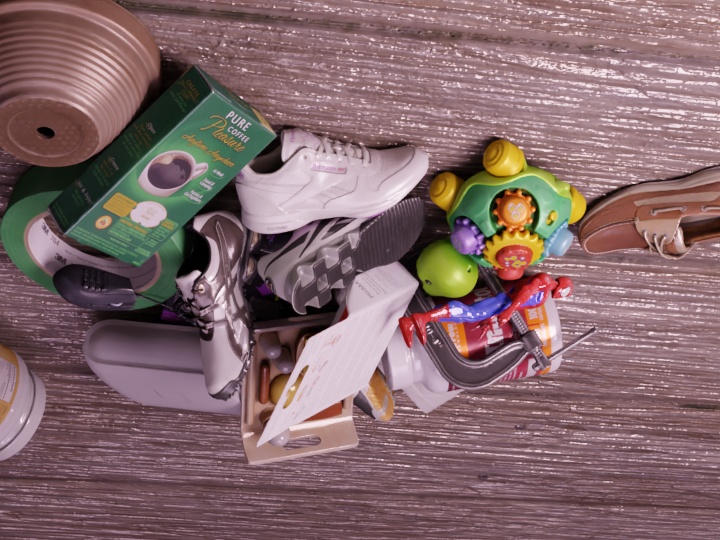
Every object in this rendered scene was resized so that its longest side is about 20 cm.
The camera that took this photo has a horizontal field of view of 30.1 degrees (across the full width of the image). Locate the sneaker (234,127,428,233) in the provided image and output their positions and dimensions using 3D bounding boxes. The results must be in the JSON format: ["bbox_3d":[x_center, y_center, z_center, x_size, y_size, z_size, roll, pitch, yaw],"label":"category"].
[{"bbox_3d":[-0.030,-0.099,1.347,0.199,0.075,0.100,-14,122,-1],"label":"sneaker"}]

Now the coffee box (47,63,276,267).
[{"bbox_3d":[-0.187,-0.096,1.283,0.200,0.044,0.123,-43,150,11],"label":"coffee box"}]

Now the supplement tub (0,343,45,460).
[{"bbox_3d":[-0.492,0.137,1.614,0.144,0.145,0.200,-21,141,26],"label":"supplement tub"}]

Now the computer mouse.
[{"bbox_3d":[-0.236,0.040,1.450,0.199,0.034,0.059,16,142,-9],"label":"computer mouse"}]

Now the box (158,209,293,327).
[{"bbox_3d":[-0.142,0.016,1.534,0.142,0.036,0.200,16,144,-10],"label":"box"}]

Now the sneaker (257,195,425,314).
[{"bbox_3d":[-0.021,-0.035,1.394,0.200,0.088,0.074,-29,133,-31],"label":"sneaker"}]

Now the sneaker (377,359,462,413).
[{"bbox_3d":[0.084,0.094,1.651,0.115,0.074,0.200,-27,139,16],"label":"sneaker"}]

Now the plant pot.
[{"bbox_3d":[-0.286,-0.161,1.232,0.200,0.093,0.201,0,146,0],"label":"plant pot"}]

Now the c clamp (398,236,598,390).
[{"bbox_3d":[0.138,0.041,1.494,0.171,0.200,0.027,-37,177,-7],"label":"c clamp"}]

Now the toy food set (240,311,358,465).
[{"bbox_3d":[-0.064,0.136,1.570,0.143,0.060,0.201,-7,127,-18],"label":"toy food set"}]

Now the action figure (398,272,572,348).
[{"bbox_3d":[0.142,0.041,1.438,0.199,0.052,0.065,-19,173,-20],"label":"action figure"}]

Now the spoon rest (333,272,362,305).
[{"bbox_3d":[0.000,0.000,1.507,0.099,0.061,0.200,-14,143,18],"label":"spoon rest"}]

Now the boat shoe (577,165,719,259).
[{"bbox_3d":[0.327,-0.051,1.433,0.199,0.072,0.076,-19,142,24],"label":"boat shoe"}]

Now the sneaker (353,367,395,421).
[{"bbox_3d":[-0.025,0.122,1.685,0.087,0.076,0.200,-12,135,26],"label":"sneaker"}]

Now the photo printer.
[{"bbox_3d":[-0.228,0.118,1.625,0.199,0.070,0.166,5,157,18],"label":"photo printer"}]

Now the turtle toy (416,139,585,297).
[{"bbox_3d":[0.141,-0.041,1.415,0.200,0.101,0.145,-30,137,35],"label":"turtle toy"}]

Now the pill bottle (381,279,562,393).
[{"bbox_3d":[0.125,0.079,1.554,0.199,0.113,0.113,-11,146,-6],"label":"pill bottle"}]

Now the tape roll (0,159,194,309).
[{"bbox_3d":[-0.279,-0.036,1.428,0.199,0.048,0.201,7,142,5],"label":"tape roll"}]

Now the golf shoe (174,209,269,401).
[{"bbox_3d":[-0.158,0.035,1.403,0.094,0.201,0.078,6,180,-35],"label":"golf shoe"}]

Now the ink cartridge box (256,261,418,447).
[{"bbox_3d":[-0.035,0.085,1.426,0.200,0.057,0.163,-19,144,-48],"label":"ink cartridge box"}]
